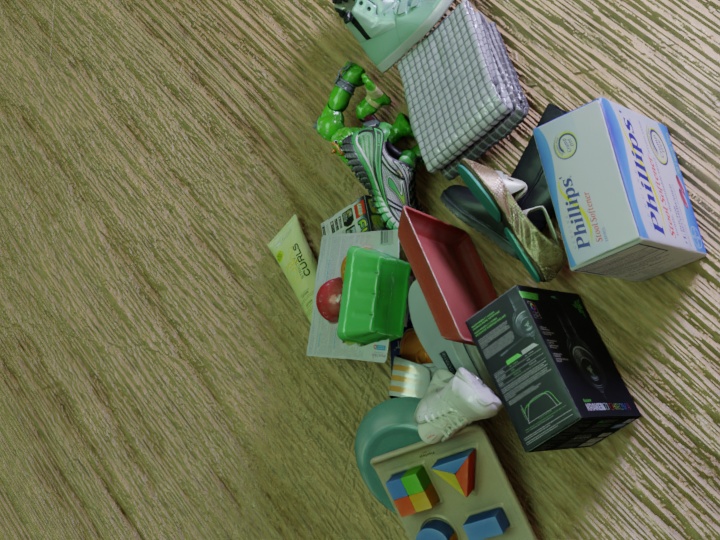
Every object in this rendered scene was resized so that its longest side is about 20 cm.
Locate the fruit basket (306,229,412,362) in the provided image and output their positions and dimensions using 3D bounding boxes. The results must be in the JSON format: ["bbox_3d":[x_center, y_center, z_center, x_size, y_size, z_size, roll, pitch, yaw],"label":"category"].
[{"bbox_3d":[-0.008,0.038,1.650,0.199,0.093,0.188,-5,77,59],"label":"fruit basket"}]

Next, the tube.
[{"bbox_3d":[-0.090,0.010,1.810,0.058,0.052,0.201,-22,60,-9],"label":"tube"}]

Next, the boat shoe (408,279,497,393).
[{"bbox_3d":[0.135,0.096,1.588,0.071,0.070,0.202,-31,85,46],"label":"boat shoe"}]

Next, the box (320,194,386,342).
[{"bbox_3d":[0.000,0.000,1.723,0.110,0.034,0.202,-30,61,41],"label":"box"}]

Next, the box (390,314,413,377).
[{"bbox_3d":[0.099,0.125,1.659,0.120,0.032,0.203,-8,81,37],"label":"box"}]

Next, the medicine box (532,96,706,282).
[{"bbox_3d":[0.320,-0.094,1.401,0.102,0.199,0.184,-24,71,34],"label":"medicine box"}]

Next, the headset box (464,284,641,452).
[{"bbox_3d":[0.244,0.120,1.456,0.093,0.173,0.202,-38,63,29],"label":"headset box"}]

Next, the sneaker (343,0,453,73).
[{"bbox_3d":[0.057,-0.389,1.651,0.118,0.074,0.200,45,126,-8],"label":"sneaker"}]

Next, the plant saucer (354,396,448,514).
[{"bbox_3d":[0.076,0.276,1.601,0.198,0.036,0.202,9,113,21],"label":"plant saucer"}]

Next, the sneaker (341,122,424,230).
[{"bbox_3d":[0.056,-0.122,1.653,0.085,0.078,0.201,-29,103,18],"label":"sneaker"}]

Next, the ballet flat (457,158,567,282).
[{"bbox_3d":[0.208,-0.078,1.517,0.065,0.071,0.201,-34,84,-3],"label":"ballet flat"}]

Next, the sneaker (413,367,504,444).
[{"bbox_3d":[0.120,0.184,1.467,0.078,0.200,0.100,39,78,-3],"label":"sneaker"}]

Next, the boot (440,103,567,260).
[{"bbox_3d":[0.219,-0.140,1.565,0.164,0.065,0.201,36,113,22],"label":"boot"}]

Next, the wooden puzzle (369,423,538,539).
[{"bbox_3d":[0.124,0.322,1.550,0.184,0.046,0.201,-24,99,30],"label":"wooden puzzle"}]

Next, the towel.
[{"bbox_3d":[0.144,-0.254,1.622,0.165,0.085,0.202,-39,53,37],"label":"towel"}]

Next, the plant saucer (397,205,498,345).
[{"bbox_3d":[0.128,0.023,1.537,0.037,0.199,0.202,-33,66,22],"label":"plant saucer"}]

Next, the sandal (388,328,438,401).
[{"bbox_3d":[0.078,0.187,1.613,0.079,0.059,0.209,-1,89,37],"label":"sandal"}]

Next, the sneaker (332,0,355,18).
[{"bbox_3d":[0.051,-0.432,1.725,0.198,0.078,0.080,4,51,25],"label":"sneaker"}]

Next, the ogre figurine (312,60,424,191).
[{"bbox_3d":[0.012,-0.208,1.726,0.120,0.098,0.200,-44,93,12],"label":"ogre figurine"}]
